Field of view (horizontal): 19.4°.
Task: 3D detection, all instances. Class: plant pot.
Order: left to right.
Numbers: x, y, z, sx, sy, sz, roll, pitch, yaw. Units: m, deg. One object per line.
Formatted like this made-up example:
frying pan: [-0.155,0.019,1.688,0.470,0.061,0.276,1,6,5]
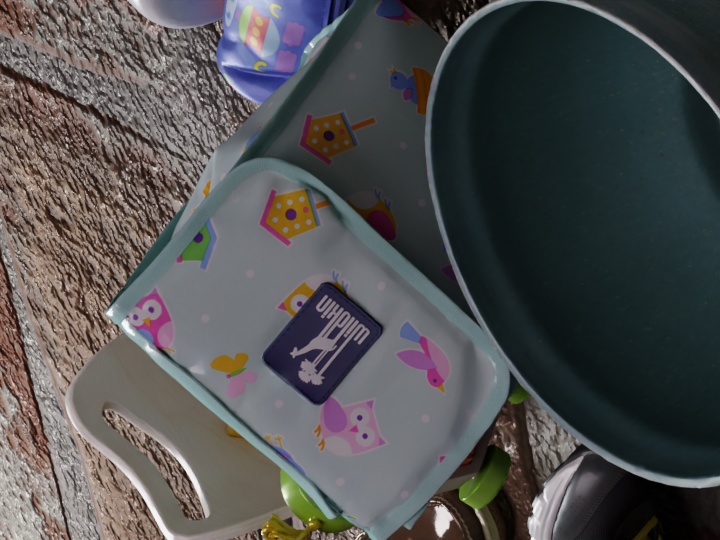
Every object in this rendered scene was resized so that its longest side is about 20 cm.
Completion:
plant pot: [0.140,-0.036,0.825,0.200,0.134,0.201,37,142,36]

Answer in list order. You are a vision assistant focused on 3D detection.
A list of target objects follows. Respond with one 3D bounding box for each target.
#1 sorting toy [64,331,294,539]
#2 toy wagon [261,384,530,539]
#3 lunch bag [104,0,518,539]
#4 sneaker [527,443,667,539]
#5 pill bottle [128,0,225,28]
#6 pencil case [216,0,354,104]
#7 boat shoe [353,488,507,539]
sorting toy: [-0.061,0.073,1.175,0.200,0.179,0.107,47,146,25]
toy wagon: [0.009,0.055,1.032,0.155,0.201,0.040,32,142,-11]
lunch bag: [0.000,0.000,0.959,0.170,0.200,0.122,41,151,-9]
sneaker: [0.138,0.152,1.053,0.084,0.074,0.201,33,148,31]
pill bottle: [-0.128,-0.226,1.110,0.200,0.110,0.111,45,146,26]
pencil case: [-0.021,-0.161,1.028,0.087,0.078,0.201,53,149,29]
boat shoe: [0.020,0.182,1.241,0.075,0.075,0.203,55,149,13]
